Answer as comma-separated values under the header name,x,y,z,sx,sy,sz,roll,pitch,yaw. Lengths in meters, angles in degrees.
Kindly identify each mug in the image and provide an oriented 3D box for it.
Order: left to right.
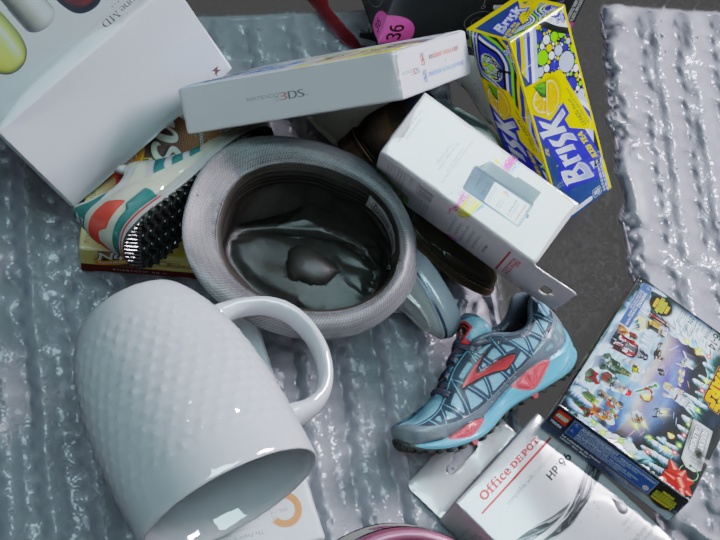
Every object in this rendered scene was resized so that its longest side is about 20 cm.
name,x,y,z,sx,sy,sz,roll,pitch,yaw
mug,-0.116,0.092,1.125,0.200,0.148,0.175,-24,67,-19

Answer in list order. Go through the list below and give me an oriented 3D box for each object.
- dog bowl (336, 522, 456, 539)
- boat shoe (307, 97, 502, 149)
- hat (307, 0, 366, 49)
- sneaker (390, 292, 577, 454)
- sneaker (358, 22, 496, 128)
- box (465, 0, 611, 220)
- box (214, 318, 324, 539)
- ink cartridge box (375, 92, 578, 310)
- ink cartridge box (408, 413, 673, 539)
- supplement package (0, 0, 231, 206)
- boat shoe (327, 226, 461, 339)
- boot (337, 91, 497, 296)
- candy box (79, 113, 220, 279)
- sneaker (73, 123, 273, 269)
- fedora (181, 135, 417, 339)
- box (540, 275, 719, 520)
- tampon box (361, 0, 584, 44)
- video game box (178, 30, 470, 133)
name,x,y,z,sx,sy,sz,roll,pitch,yaw
dog bowl,0.038,0.302,1.215,0.200,0.074,0.201,3,69,-8
boat shoe,0.040,-0.140,1.405,0.200,0.073,0.062,20,24,5
hat,-0.119,-0.309,1.455,0.165,0.176,0.200,-20,36,-15
sneaker,0.096,0.086,1.293,0.200,0.079,0.096,-32,107,-28
sneaker,0.068,-0.214,1.417,0.129,0.080,0.199,-13,72,-13
box,0.166,-0.146,1.350,0.070,0.200,0.064,-35,35,-20
box,-0.123,0.155,1.230,0.124,0.098,0.200,-13,71,-15
ink cartridge box,0.111,-0.055,1.253,0.200,0.117,0.067,37,82,3
ink cartridge box,0.153,0.210,1.273,0.200,0.068,0.116,43,67,8
supplement package,-0.260,-0.206,1.270,0.191,0.147,0.200,-42,64,-4
boat shoe,0.000,-0.003,1.326,0.086,0.075,0.202,-36,76,-21
boot,0.075,-0.075,1.338,0.097,0.075,0.200,-44,84,19
candy box,-0.187,-0.096,1.338,0.115,0.055,0.200,6,68,-8
sneaker,-0.161,-0.081,1.269,0.093,0.070,0.200,25,48,28
fedora,-0.053,-0.016,1.249,0.200,0.090,0.177,12,66,-5
box,0.261,0.109,1.312,0.137,0.040,0.200,36,47,4
tampon box,0.106,-0.305,1.345,0.200,0.150,0.126,-7,58,-20
video game box,-0.026,-0.163,1.264,0.200,0.182,0.047,-6,99,24
